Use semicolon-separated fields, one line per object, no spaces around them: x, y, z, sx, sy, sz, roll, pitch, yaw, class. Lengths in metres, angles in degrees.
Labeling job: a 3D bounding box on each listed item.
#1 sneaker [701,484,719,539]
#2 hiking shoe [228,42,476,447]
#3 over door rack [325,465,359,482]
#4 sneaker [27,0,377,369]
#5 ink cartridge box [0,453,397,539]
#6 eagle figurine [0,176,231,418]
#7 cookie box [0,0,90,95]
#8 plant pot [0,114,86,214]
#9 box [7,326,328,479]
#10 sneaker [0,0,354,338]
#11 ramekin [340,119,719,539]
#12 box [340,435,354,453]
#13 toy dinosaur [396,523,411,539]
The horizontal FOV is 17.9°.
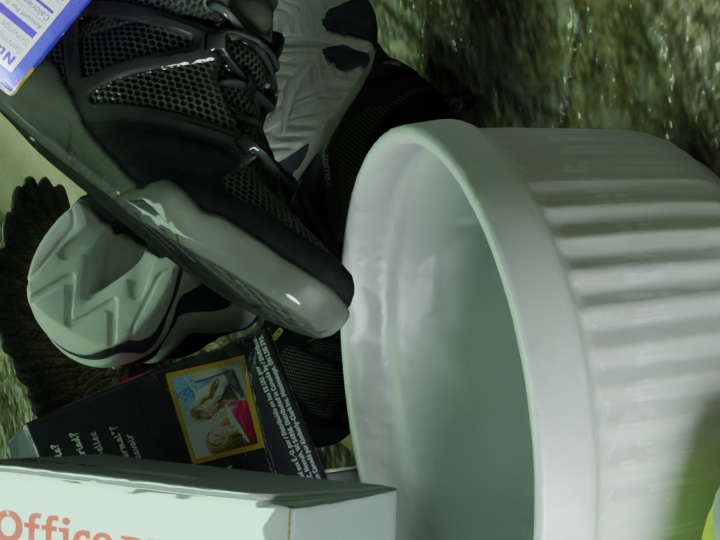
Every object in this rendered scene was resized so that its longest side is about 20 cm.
0.115;0.155;0.739;0.076;0.075;0.200;15;111;41;sneaker
0.000;0.000;1.045;0.101;0.076;0.200;31;122;44;hiking shoe
-0.028;0.177;1.209;0.200;0.066;0.148;161;100;-78;over door rack
-0.064;-0.034;1.013;0.199;0.079;0.130;-59;-8;-13;sneaker
-0.068;0.172;0.845;0.146;0.083;0.200;4;92;31;ink cartridge box
-0.118;0.048;1.216;0.151;0.152;0.200;28;136;14;eagle figurine
-0.118;-0.180;0.915;0.200;0.075;0.171;-51;24;-1;cookie box
-0.141;-0.072;1.342;0.184;0.200;0.201;52;146;38;plant pot
-0.082;0.111;1.020;0.200;0.115;0.132;151;97;-79;box
-0.055;-0.060;0.892;0.199;0.114;0.076;40;175;37;sneaker
0.072;0.042;0.814;0.200;0.105;0.201;173;90;-73;ramekin
-0.004;-0.007;1.168;0.163;0.021;0.200;-149;54;-66;box
0.043;0.123;0.970;0.048;0.088;0.200;-60;-6;-3;toy dinosaur
